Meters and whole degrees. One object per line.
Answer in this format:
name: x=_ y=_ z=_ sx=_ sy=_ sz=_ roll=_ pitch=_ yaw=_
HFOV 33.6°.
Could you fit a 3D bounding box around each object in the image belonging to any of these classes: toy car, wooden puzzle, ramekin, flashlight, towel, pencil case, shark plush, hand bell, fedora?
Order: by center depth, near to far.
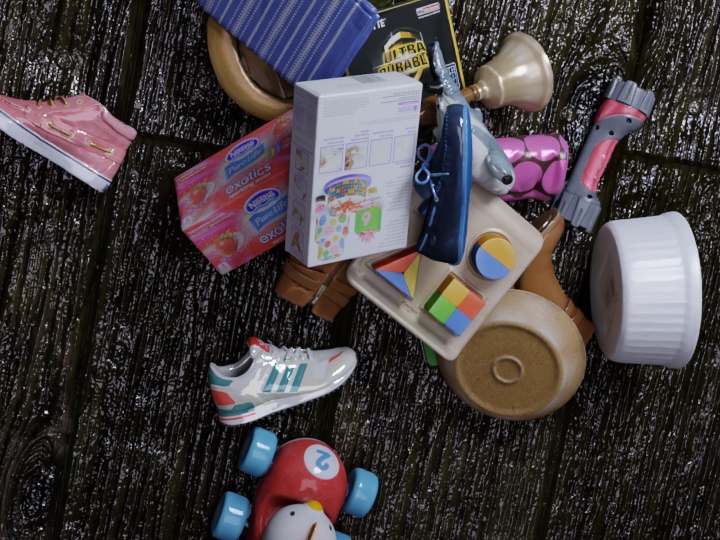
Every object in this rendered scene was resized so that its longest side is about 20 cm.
towel: x=-0.086 y=-0.304 z=1.372 sx=0.199 sy=0.024 sz=0.145 roll=40 pitch=126 yaw=3
shark plush: x=0.120 y=-0.173 z=1.428 sx=0.201 sy=0.090 sz=0.083 roll=53 pitch=45 yaw=-8
fedora: x=-0.098 y=-0.280 z=1.470 sx=0.197 sy=0.082 sz=0.204 roll=0 pitch=93 yaw=-10
wooden puzzle: x=0.108 y=-0.015 z=1.473 sx=0.184 sy=0.046 sz=0.201 roll=37 pitch=91 yaw=-14
hand bell: x=0.134 y=-0.218 z=1.478 sx=0.198 sy=0.104 sz=0.106 roll=-25 pitch=102 yaw=-29
toy car: x=-0.072 y=0.315 z=1.491 sx=0.182 sy=0.200 sz=0.179 roll=23 pitch=92 yaw=-13
pencil case: x=0.172 y=-0.123 z=1.541 sx=0.197 sy=0.091 sz=0.095 roll=-8 pitch=97 yaw=-12
ramekin: x=0.364 y=0.026 z=1.546 sx=0.096 sy=0.201 sz=0.204 roll=-1 pitch=98 yaw=-3
flashlight: x=0.323 y=-0.150 z=1.578 sx=0.067 sy=0.068 sz=0.203 roll=22 pitch=91 yaw=-16

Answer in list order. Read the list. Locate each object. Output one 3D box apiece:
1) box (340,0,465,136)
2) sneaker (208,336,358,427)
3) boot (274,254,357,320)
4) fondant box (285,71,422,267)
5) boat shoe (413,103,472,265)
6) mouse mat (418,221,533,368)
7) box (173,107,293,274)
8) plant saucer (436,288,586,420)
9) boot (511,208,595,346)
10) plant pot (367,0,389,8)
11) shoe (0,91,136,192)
box: x=0.043 y=-0.243 z=1.467 sx=0.199 sy=0.049 sz=0.162 roll=-25 pitch=110 yaw=-40
sneaker: x=-0.102 y=0.124 z=1.526 sx=0.197 sy=0.070 sz=0.095 roll=-21 pitch=107 yaw=-5
boot: x=0.000 y=0.000 z=1.525 sx=0.198 sy=0.077 sz=0.157 roll=24 pitch=100 yaw=-25
fondant box: x=-0.009 y=-0.116 z=1.357 sx=0.143 sy=0.058 sz=0.203 roll=-12 pitch=118 yaw=-34
boat shoe: x=0.092 y=-0.094 z=1.374 sx=0.067 sy=0.084 sz=0.203 roll=7 pitch=117 yaw=9
mouse mat: x=0.164 y=0.033 z=1.600 sx=0.197 sy=0.008 sz=0.164 roll=-14 pitch=100 yaw=-10
box: x=-0.116 y=-0.100 z=1.440 sx=0.198 sy=0.103 sz=0.095 roll=-28 pitch=134 yaw=11
plant saucer: x=0.193 y=0.121 z=1.552 sx=0.197 sy=0.036 sz=0.203 roll=6 pitch=119 yaw=11
boot: x=0.251 y=0.036 z=1.570 sx=0.154 sy=0.077 sz=0.202 roll=31 pitch=96 yaw=-8
plant pot: x=0.014 y=-0.420 z=1.395 sx=0.198 sy=0.200 sz=0.192 roll=25 pitch=80 yaw=-13
shoe: x=-0.371 y=-0.185 z=1.438 sx=0.199 sy=0.071 sz=0.092 roll=33 pitch=89 yaw=-19
